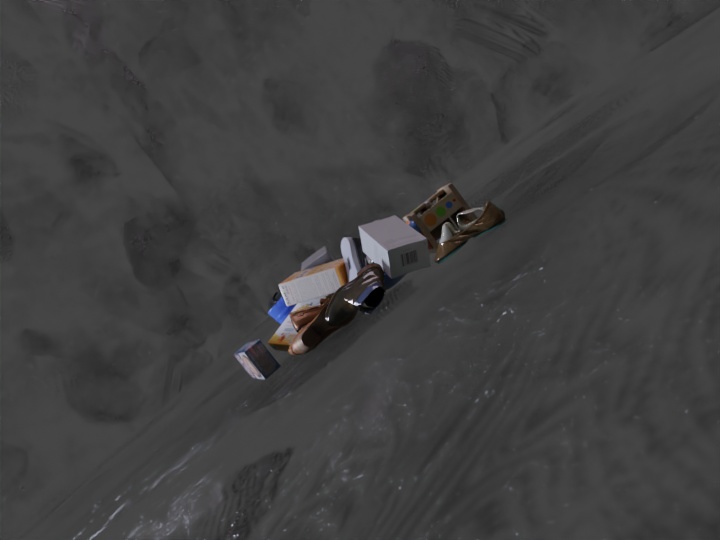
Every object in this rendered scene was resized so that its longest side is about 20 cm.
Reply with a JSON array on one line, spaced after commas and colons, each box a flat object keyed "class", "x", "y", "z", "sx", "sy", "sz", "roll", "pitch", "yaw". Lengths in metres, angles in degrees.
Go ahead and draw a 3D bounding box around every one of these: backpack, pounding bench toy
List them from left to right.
[{"class": "backpack", "x": -0.214, "y": 0.113, "z": 2.070, "sx": 0.163, "sy": 0.168, "sz": 0.200, "roll": -53, "pitch": 1, "yaw": 5}, {"class": "pounding bench toy", "x": 0.202, "y": -0.133, "z": 1.673, "sx": 0.156, "sy": 0.124, "sz": 0.200, "roll": -38, "pitch": 5, "yaw": -4}]

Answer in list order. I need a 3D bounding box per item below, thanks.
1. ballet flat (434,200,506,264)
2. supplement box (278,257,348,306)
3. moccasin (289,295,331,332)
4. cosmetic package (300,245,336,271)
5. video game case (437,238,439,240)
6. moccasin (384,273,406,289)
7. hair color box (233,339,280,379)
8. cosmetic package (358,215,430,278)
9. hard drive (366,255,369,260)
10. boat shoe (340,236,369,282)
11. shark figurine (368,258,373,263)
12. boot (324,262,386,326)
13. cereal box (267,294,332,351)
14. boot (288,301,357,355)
[{"class": "ballet flat", "x": 0.233, "y": -0.092, "z": 1.384, "sx": 0.200, "sy": 0.072, "sz": 0.068, "roll": -35, "pitch": 5, "yaw": 33}, {"class": "supplement box", "x": -0.119, "y": 0.029, "z": 1.774, "sx": 0.199, "sy": 0.074, "sz": 0.126, "roll": -17, "pitch": 10, "yaw": 21}, {"class": "moccasin", "x": -0.099, "y": 0.106, "z": 1.700, "sx": 0.201, "sy": 0.078, "sz": 0.074, "roll": -22, "pitch": -20, "yaw": -5}, {"class": "cosmetic package", "x": -0.129, "y": -0.010, "z": 1.971, "sx": 0.107, "sy": 0.090, "sz": 0.200, "roll": -36, "pitch": 6, "yaw": -1}, {"class": "video game case", "x": 0.195, "y": -0.097, "z": 1.900, "sx": 0.200, "sy": 0.036, "sz": 0.181, "roll": -35, "pitch": 6, "yaw": 31}, {"class": "moccasin", "x": 0.083, "y": -0.009, "z": 1.614, "sx": 0.200, "sy": 0.068, "sz": 0.081, "roll": -33, "pitch": -35, "yaw": -46}, {"class": "hair color box", "x": -0.305, "y": 0.261, "z": 1.777, "sx": 0.060, "sy": 0.100, "sz": 0.200, "roll": -40, "pitch": 5, "yaw": -21}, {"class": "cosmetic package", "x": 0.083, "y": -0.064, "z": 1.539, "sx": 0.113, "sy": 0.081, "sz": 0.200, "roll": -17, "pitch": 25, "yaw": -13}, {"class": "hard drive", "x": 0.080, "y": -0.046, "z": 1.880, "sx": 0.132, "sy": 0.026, "sz": 0.200, "roll": -56, "pitch": 22, "yaw": -19}, {"class": "boat shoe", "x": 0.000, "y": 0.000, "z": 1.696, "sx": 0.068, "sy": 0.201, "sz": 0.072, "roll": -3, "pitch": -24, "yaw": -29}, {"class": "shark figurine", "x": 0.081, "y": -0.010, "z": 1.726, "sx": 0.089, "sy": 0.129, "sz": 0.214, "roll": -2, "pitch": 13, "yaw": 12}, {"class": "boot", "x": -0.013, "y": 0.076, "z": 1.472, "sx": 0.200, "sy": 0.075, "sz": 0.097, "roll": -50, "pitch": 26, "yaw": 15}, {"class": "cereal box", "x": -0.170, "y": 0.148, "z": 1.781, "sx": 0.144, "sy": 0.040, "sz": 0.200, "roll": -6, "pitch": 43, "yaw": 53}, {"class": "boot", "x": -0.106, "y": 0.147, "z": 1.605, "sx": 0.200, "sy": 0.074, "sz": 0.155, "roll": -35, "pitch": -3, "yaw": -26}]
